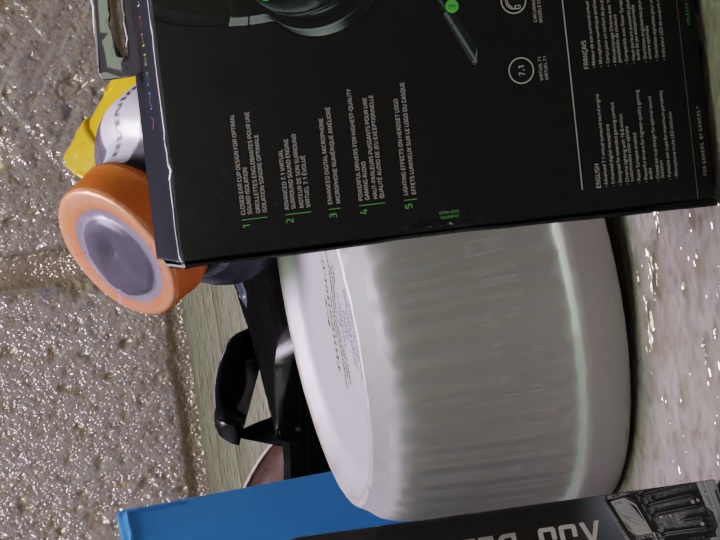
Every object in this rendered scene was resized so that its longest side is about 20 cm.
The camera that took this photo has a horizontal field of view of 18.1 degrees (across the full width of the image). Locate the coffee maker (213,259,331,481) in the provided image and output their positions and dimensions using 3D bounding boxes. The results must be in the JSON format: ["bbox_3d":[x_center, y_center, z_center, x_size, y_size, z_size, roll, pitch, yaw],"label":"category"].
[{"bbox_3d":[0.000,0.000,1.218,0.193,0.134,0.200,-64,26,28],"label":"coffee maker"}]

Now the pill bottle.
[{"bbox_3d":[-0.053,-0.065,1.072,0.106,0.200,0.107,27,142,24],"label":"pill bottle"}]

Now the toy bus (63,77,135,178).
[{"bbox_3d":[-0.055,-0.096,1.388,0.193,0.199,0.136,-62,12,6],"label":"toy bus"}]

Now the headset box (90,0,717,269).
[{"bbox_3d":[0.007,-0.095,0.784,0.093,0.199,0.175,-174,76,-80],"label":"headset box"}]

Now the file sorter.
[{"bbox_3d":[-0.002,0.180,1.068,0.139,0.199,0.123,-117,19,-65],"label":"file sorter"}]

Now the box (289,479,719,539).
[{"bbox_3d":[0.045,0.142,0.869,0.200,0.157,0.050,105,156,-66],"label":"box"}]

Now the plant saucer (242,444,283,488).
[{"bbox_3d":[-0.010,0.186,1.384,0.200,0.032,0.201,-8,79,47],"label":"plant saucer"}]

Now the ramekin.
[{"bbox_3d":[0.031,0.012,0.967,0.200,0.105,0.201,169,90,-78],"label":"ramekin"}]
